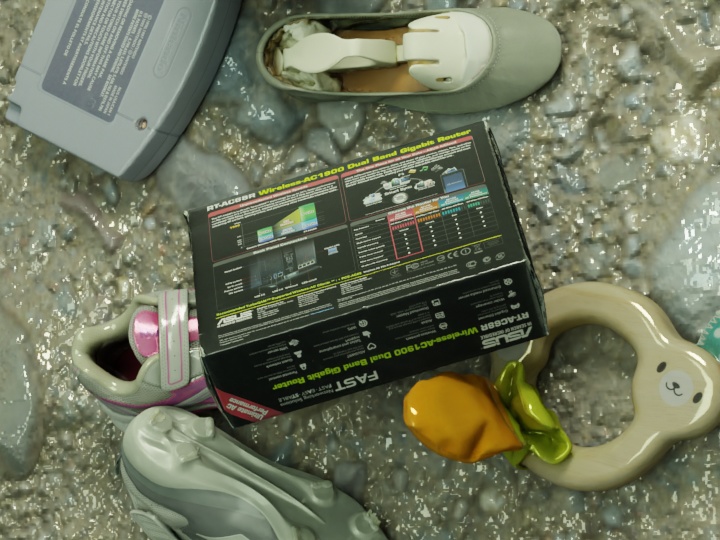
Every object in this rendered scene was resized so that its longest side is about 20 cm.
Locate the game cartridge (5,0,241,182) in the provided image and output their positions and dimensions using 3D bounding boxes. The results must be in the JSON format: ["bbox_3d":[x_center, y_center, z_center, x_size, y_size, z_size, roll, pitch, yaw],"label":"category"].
[{"bbox_3d":[-0.153,-0.169,1.432,0.133,0.041,0.200,28,98,29],"label":"game cartridge"}]

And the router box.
[{"bbox_3d":[0.000,0.000,1.249,0.200,0.062,0.150,-16,37,4],"label":"router box"}]

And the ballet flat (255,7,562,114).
[{"bbox_3d":[0.026,-0.133,1.323,0.200,0.064,0.067,0,85,26],"label":"ballet flat"}]

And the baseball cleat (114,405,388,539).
[{"bbox_3d":[-0.067,0.162,1.347,0.200,0.070,0.106,35,139,9],"label":"baseball cleat"}]

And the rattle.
[{"bbox_3d":[0.147,0.055,1.207,0.200,0.143,0.130,-6,65,32],"label":"rattle"}]

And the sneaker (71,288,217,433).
[{"bbox_3d":[-0.102,0.050,1.346,0.200,0.088,0.081,-21,62,23],"label":"sneaker"}]
